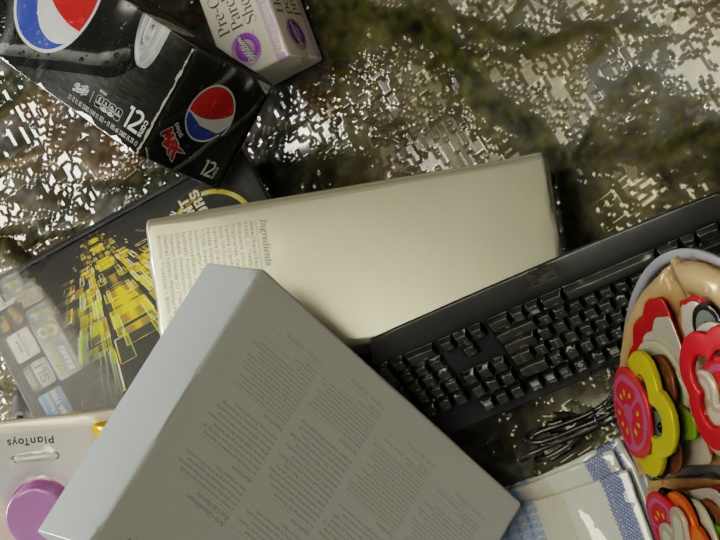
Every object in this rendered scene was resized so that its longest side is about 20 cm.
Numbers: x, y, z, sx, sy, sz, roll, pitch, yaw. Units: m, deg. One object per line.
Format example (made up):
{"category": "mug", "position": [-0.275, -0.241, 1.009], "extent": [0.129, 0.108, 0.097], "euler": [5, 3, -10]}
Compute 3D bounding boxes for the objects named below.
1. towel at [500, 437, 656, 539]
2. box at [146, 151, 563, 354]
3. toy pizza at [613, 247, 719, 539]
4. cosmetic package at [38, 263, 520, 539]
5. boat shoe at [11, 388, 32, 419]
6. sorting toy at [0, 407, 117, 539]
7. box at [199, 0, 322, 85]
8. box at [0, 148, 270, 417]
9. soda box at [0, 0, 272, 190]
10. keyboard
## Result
{"category": "towel", "position": [0.074, 0.184, 1.439], "extent": [0.199, 0.024, 0.148], "euler": [-24, 81, 26]}
{"category": "box", "position": [0.000, 0.000, 1.415], "extent": [0.199, 0.068, 0.083], "euler": [-8, 84, 4]}
{"category": "toy pizza", "position": [0.161, 0.089, 1.287], "extent": [0.200, 0.032, 0.201], "euler": [50, 148, 47]}
{"category": "cosmetic package", "position": [-0.034, 0.116, 1.350], "extent": [0.052, 0.200, 0.151], "euler": [5, 58, 52]}
{"category": "boat shoe", "position": [-0.141, 0.147, 1.522], "extent": [0.065, 0.073, 0.201], "euler": [-18, 73, 30]}
{"category": "sorting toy", "position": [-0.137, 0.155, 1.393], "extent": [0.199, 0.107, 0.181], "euler": [-6, 93, 10]}
{"category": "box", "position": [-0.076, -0.194, 1.507], "extent": [0.041, 0.039, 0.201], "euler": [-24, 79, 25]}
{"category": "box", "position": [-0.082, 0.061, 1.472], "extent": [0.161, 0.049, 0.201], "euler": [-29, 77, -1]}
{"category": "soda box", "position": [-0.140, -0.119, 1.492], "extent": [0.200, 0.071, 0.064], "euler": [34, 97, 38]}
{"category": "keyboard", "position": [0.112, 0.039, 1.380], "extent": [0.199, 0.127, 0.021], "euler": [-23, 43, 18]}
